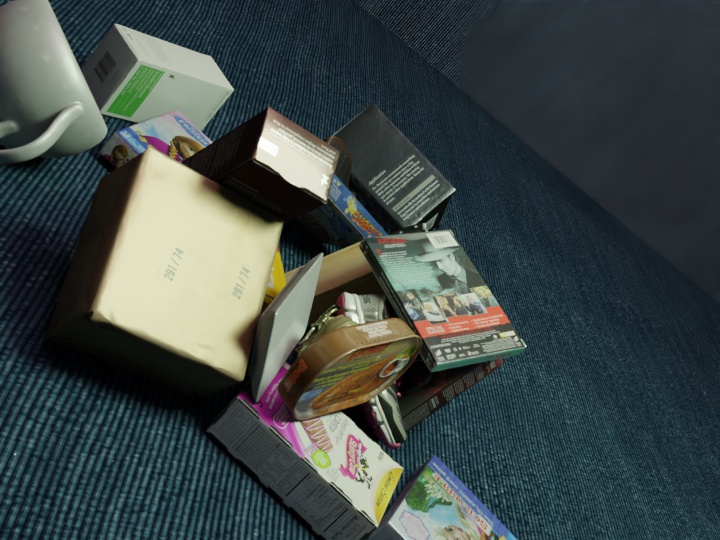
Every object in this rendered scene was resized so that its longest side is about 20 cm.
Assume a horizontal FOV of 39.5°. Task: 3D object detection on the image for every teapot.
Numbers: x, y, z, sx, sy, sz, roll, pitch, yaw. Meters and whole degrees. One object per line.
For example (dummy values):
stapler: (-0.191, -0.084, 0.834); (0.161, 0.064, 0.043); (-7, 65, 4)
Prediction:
teapot: (-0.389, -0.205, 1.147); (0.198, 0.146, 0.200); (65, -10, 1)

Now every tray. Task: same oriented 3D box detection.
tray: (-0.084, 0.055, 1.100); (0.022, 0.107, 0.200); (16, 22, 7)

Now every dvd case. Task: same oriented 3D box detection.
dvd case: (0.101, 0.032, 1.254); (0.146, 0.022, 0.200); (-8, 55, -35)

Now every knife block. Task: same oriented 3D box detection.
knife block: (0.000, 0.000, 1.350); (0.200, 0.176, 0.064); (14, 33, -31)

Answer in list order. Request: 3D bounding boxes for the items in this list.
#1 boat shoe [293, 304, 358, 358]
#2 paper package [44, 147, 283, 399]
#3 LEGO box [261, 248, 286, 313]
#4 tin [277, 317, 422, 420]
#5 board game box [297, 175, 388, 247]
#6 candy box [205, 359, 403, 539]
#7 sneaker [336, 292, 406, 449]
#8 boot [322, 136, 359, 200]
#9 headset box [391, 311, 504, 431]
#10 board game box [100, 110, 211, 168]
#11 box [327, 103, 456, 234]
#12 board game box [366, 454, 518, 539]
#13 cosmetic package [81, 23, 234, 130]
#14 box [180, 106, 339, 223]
boat shoe: (-0.047, 0.090, 1.170); (0.073, 0.200, 0.063); (-28, 76, -22)
paper package: (-0.195, 0.007, 1.035); (0.191, 0.103, 0.200); (29, 57, -32)
LEGO box: (-0.190, -0.009, 1.210); (0.200, 0.077, 0.149); (30, 26, -30)
tin: (-0.009, 0.104, 1.093); (0.042, 0.112, 0.200); (51, 29, 21)
board game box: (-0.059, -0.099, 1.486); (0.135, 0.034, 0.200); (13, -24, 43)
candy box: (-0.056, 0.196, 1.092); (0.200, 0.061, 0.136); (43, 21, -1)
sneaker: (0.035, 0.115, 1.224); (0.074, 0.087, 0.200); (110, -34, -71)
boot: (-0.065, -0.137, 1.549); (0.097, 0.200, 0.075); (14, 58, 19)
headset box: (0.080, 0.099, 1.306); (0.149, 0.200, 0.075); (54, -6, 24)
board game box: (-0.230, -0.127, 1.382); (0.200, 0.041, 0.200); (43, 22, -3)
box: (0.038, -0.138, 1.671); (0.200, 0.117, 0.197); (48, -13, 10)
board game box: (0.118, 0.332, 1.167); (0.200, 0.041, 0.200); (45, 22, 4)
cosmetic package: (-0.298, -0.275, 1.472); (0.200, 0.108, 0.085); (6, 43, -55)
box: (-0.125, -0.097, 1.109); (0.100, 0.200, 0.075); (30, 62, -30)
